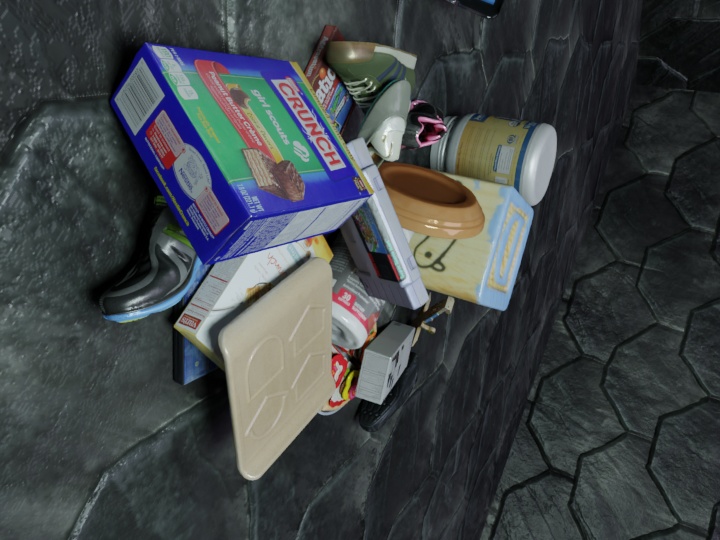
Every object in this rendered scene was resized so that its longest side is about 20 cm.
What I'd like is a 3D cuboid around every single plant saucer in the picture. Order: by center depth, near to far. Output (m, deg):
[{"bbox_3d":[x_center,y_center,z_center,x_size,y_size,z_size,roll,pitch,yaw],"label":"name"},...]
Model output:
[{"bbox_3d":[0.087,-0.108,0.842,0.200,0.199,0.038,-28,141,-53],"label":"plant saucer"}]

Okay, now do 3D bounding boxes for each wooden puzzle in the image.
[{"bbox_3d":[-0.095,0.107,0.679,0.185,0.046,0.202,-42,139,-47],"label":"wooden puzzle"}]

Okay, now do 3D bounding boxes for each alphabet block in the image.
[{"bbox_3d":[0.163,-0.053,1.015,0.196,0.198,0.198,19,87,-62],"label":"alphabet block"}]

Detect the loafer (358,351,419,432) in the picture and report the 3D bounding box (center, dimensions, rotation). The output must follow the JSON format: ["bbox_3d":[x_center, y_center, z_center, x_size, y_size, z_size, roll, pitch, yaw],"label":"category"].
[{"bbox_3d":[0.061,0.236,1.117,0.201,0.067,0.071,-49,134,-45],"label":"loafer"}]

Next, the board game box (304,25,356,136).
[{"bbox_3d":[-0.053,-0.189,0.739,0.103,0.019,0.202,41,68,-59],"label":"board game box"}]

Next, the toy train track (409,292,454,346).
[{"bbox_3d":[0.137,0.089,1.103,0.200,0.032,0.116,128,-15,-68],"label":"toy train track"}]

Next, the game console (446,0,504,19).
[{"bbox_3d":[0.161,-0.508,0.859,0.172,0.118,0.202,42,67,-60],"label":"game console"}]

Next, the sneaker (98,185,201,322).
[{"bbox_3d":[-0.178,-0.036,0.552,0.201,0.070,0.083,-58,136,-31],"label":"sneaker"}]

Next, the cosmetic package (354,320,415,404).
[{"bbox_3d":[0.048,0.154,1.021,0.200,0.050,0.084,-29,134,-71],"label":"cosmetic package"}]

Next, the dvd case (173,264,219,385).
[{"bbox_3d":[-0.140,0.034,0.698,0.199,0.017,0.145,-23,123,-55],"label":"dvd case"}]

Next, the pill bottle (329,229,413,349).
[{"bbox_3d":[0.000,0.000,0.838,0.201,0.110,0.111,-60,149,-25],"label":"pill bottle"}]

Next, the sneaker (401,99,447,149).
[{"bbox_3d":[0.098,-0.221,0.921,0.200,0.094,0.080,-32,130,-53],"label":"sneaker"}]

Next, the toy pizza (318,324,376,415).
[{"bbox_3d":[-0.019,0.141,0.960,0.200,0.031,0.202,-37,135,-49],"label":"toy pizza"}]

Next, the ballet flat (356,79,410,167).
[{"bbox_3d":[0.016,-0.145,0.757,0.201,0.064,0.067,-52,152,21],"label":"ballet flat"}]

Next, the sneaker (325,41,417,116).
[{"bbox_3d":[0.021,-0.237,0.756,0.200,0.066,0.091,-24,119,-60],"label":"sneaker"}]

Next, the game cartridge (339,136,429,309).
[{"bbox_3d":[0.006,-0.053,0.693,0.038,0.129,0.202,-28,106,-15],"label":"game cartridge"}]

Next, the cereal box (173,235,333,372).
[{"bbox_3d":[-0.112,0.019,0.678,0.201,0.039,0.144,-62,151,-22],"label":"cereal box"}]

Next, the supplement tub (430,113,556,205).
[{"bbox_3d":[0.242,-0.207,1.077,0.144,0.198,0.146,-38,136,-48],"label":"supplement tub"}]

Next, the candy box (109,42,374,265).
[{"bbox_3d":[-0.097,-0.111,0.548,0.077,0.170,0.199,-36,173,31],"label":"candy box"}]
